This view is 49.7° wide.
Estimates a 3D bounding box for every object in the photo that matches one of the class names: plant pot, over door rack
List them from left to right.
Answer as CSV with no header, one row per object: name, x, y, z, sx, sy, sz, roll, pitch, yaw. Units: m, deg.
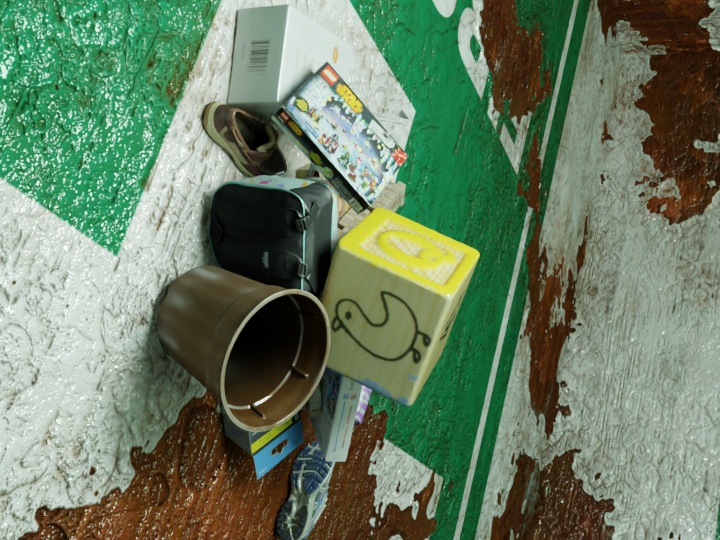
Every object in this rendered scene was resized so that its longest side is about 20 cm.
plant pot,-0.179,0.093,1.112,0.198,0.196,0.205,-25,126,-40
over door rack,-0.001,-0.203,1.352,0.198,0.067,0.149,-14,142,-47

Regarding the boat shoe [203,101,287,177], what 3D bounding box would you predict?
boat shoe,-0.166,-0.202,1.240,0.200,0.071,0.074,44,57,-54

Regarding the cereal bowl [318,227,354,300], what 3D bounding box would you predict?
cereal bowl,0.000,0.000,1.382,0.197,0.083,0.203,-25,136,-26

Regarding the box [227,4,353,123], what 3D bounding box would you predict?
box,-0.111,-0.324,1.282,0.199,0.104,0.156,11,86,-60

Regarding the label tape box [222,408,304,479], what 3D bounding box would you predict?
label tape box,-0.167,0.223,1.314,0.143,0.062,0.205,-28,118,-55

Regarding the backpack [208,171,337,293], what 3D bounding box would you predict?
backpack,-0.133,-0.060,1.197,0.153,0.196,0.180,-31,125,-57

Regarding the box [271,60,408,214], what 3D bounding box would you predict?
box,-0.028,-0.207,1.207,0.200,0.040,0.138,47,51,-13

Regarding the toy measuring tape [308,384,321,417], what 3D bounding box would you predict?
toy measuring tape,-0.102,0.159,1.386,0.073,0.072,0.205,10,69,-60

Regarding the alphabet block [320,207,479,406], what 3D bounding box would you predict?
alphabet block,0.052,0.050,1.207,0.197,0.192,0.204,-48,158,-61

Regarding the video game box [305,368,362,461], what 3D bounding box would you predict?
video game box,-0.049,0.203,1.377,0.046,0.200,0.187,4,110,-17

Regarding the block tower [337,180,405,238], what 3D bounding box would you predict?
block tower,0.010,-0.099,1.478,0.200,0.057,0.055,-47,158,-32

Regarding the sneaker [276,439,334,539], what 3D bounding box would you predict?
sneaker,-0.096,0.418,1.477,0.203,0.076,0.085,-65,155,-18

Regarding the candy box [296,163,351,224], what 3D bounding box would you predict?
candy box,-0.040,-0.162,1.483,0.199,0.054,0.118,-36,126,-51

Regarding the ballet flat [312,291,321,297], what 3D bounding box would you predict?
ballet flat,-0.150,0.066,1.283,0.199,0.056,0.067,-38,126,-23

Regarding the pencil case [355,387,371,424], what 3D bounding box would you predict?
pencil case,-0.007,0.213,1.582,0.086,0.082,0.204,85,24,-65
